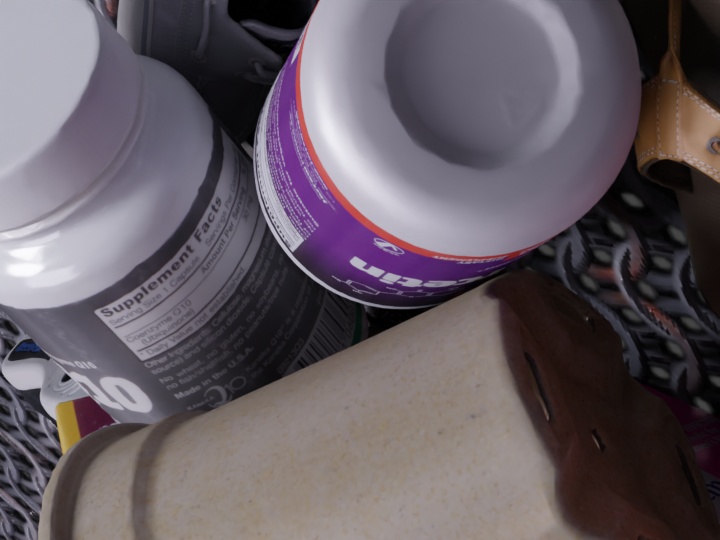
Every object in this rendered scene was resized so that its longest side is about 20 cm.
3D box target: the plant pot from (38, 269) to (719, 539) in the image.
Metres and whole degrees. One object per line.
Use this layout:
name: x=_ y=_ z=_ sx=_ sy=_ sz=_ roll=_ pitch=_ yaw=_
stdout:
plant pot: x=0.020 y=0.102 z=0.863 sx=0.183 sy=0.201 sz=0.201 roll=-33 pitch=105 yaw=23

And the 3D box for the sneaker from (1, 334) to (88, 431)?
sneaker: x=-0.113 y=0.076 z=1.259 sx=0.112 sy=0.073 sz=0.200 roll=48 pitch=169 yaw=-17

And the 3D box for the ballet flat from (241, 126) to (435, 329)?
ballet flat: x=0.000 y=0.000 z=1.058 sx=0.200 sy=0.046 sz=0.067 roll=47 pitch=149 yaw=4

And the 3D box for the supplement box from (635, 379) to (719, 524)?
supplement box: x=0.148 y=0.130 z=0.936 sx=0.200 sy=0.101 sz=0.104 roll=23 pitch=111 yaw=32

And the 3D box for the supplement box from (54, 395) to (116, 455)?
supplement box: x=-0.074 y=0.138 z=1.158 sx=0.200 sy=0.103 sz=0.131 roll=89 pitch=166 yaw=-71

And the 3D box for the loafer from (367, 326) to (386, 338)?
loafer: x=0.014 y=0.117 z=1.056 sx=0.076 sy=0.067 sz=0.201 roll=16 pitch=135 yaw=44

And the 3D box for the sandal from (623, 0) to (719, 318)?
sandal: x=0.122 y=-0.040 z=0.825 sx=0.080 sy=0.054 sz=0.200 roll=20 pitch=143 yaw=36

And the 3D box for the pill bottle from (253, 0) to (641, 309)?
pill bottle: x=0.023 y=-0.048 z=0.858 sx=0.112 sy=0.112 sz=0.200 roll=44 pitch=168 yaw=0

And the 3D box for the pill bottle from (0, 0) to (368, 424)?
pill bottle: x=-0.088 y=-0.012 z=0.948 sx=0.113 sy=0.113 sz=0.200 roll=16 pitch=156 yaw=41

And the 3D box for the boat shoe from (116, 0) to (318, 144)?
boat shoe: x=-0.046 y=-0.109 z=0.944 sx=0.068 sy=0.072 sz=0.200 roll=36 pitch=141 yaw=23
